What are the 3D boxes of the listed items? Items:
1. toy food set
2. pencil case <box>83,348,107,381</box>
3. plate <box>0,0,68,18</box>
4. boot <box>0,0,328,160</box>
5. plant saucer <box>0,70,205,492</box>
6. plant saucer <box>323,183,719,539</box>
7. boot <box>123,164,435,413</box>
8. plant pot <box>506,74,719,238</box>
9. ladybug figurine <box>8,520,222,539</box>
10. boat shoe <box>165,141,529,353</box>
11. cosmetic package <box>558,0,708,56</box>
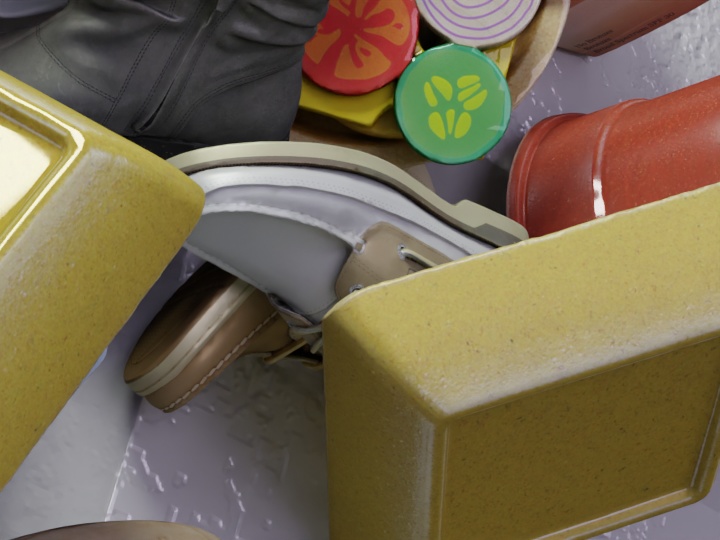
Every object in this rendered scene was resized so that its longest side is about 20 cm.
[{"bbox_3d":[0.007,-0.145,0.821,0.196,0.049,0.202,15,85,-3],"label":"toy food set"},{"bbox_3d":[-0.161,0.067,0.601,0.090,0.083,0.201,26,59,3],"label":"pencil case"},{"bbox_3d":[-0.129,-0.223,0.843,0.198,0.032,0.202,-21,90,-40],"label":"plate"},{"bbox_3d":[-0.108,-0.105,0.732,0.198,0.131,0.068,5,45,-14],"label":"boot"},{"bbox_3d":[-0.179,-0.013,0.571,0.199,0.049,0.201,28,59,10],"label":"plant saucer"},{"bbox_3d":[0.086,0.063,0.774,0.198,0.201,0.049,-17,54,-12],"label":"plant saucer"},{"bbox_3d":[-0.004,0.043,0.839,0.200,0.072,0.156,-43,105,-42],"label":"boot"},{"bbox_3d":[0.210,-0.022,0.917,0.200,0.194,0.203,27,52,-40],"label":"plant pot"},{"bbox_3d":[-0.113,0.159,0.676,0.199,0.137,0.072,-2,39,-41],"label":"ladybug figurine"},{"bbox_3d":[0.000,0.000,0.757,0.199,0.074,0.069,14,65,-38],"label":"boat shoe"},{"bbox_3d":[0.082,-0.187,0.952,0.198,0.103,0.088,10,70,-34],"label":"cosmetic package"}]
